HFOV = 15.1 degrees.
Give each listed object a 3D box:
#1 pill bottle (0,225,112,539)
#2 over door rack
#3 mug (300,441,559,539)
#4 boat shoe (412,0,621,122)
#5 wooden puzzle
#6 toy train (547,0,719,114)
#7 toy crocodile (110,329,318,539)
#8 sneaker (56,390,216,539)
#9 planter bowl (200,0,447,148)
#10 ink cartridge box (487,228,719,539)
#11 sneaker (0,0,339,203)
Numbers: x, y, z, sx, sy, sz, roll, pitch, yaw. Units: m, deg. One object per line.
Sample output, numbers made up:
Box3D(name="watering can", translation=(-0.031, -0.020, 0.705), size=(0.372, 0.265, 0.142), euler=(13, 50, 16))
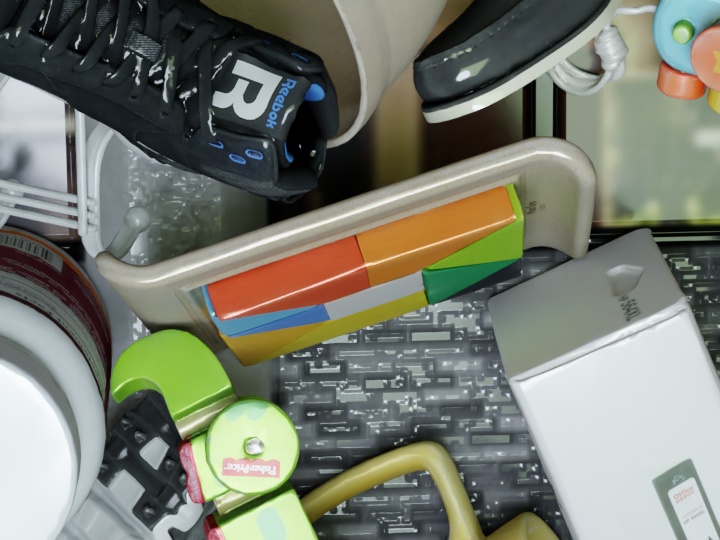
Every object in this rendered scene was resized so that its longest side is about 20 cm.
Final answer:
Box3D(name="pill bottle", translation=(-0.160, 0.055, 1.122), size=(0.113, 0.200, 0.115), euler=(-1, 103, -3))
Box3D(name="over door rack", translation=(-0.159, -0.111, 1.115), size=(0.147, 0.067, 0.201), euler=(11, 124, 28))
Box3D(name="mug", translation=(0.037, 0.194, 1.217), size=(0.152, 0.187, 0.150), euler=(-27, 135, 11))
Box3D(name="boat shoe", translation=(0.086, -0.135, 1.133), size=(0.201, 0.073, 0.063), euler=(-43, 113, -25))
Box3D(name="wooden puzzle", translation=(0.000, 0.000, 1.132), size=(0.198, 0.185, 0.038), euler=(-14, 79, 1))
Box3D(name="toy train", translation=(0.171, -0.043, 1.175), size=(0.150, 0.056, 0.200), euler=(-36, 100, 28))
Box3D(name="toy crocodile", translation=(-0.037, 0.113, 1.129), size=(0.061, 0.068, 0.201), euler=(-27, 92, -4))
Box3D(name="sneaker", translation=(-0.118, 0.146, 1.200), size=(0.200, 0.091, 0.066), euler=(-48, 58, -2))
Box3D(name="planter bowl", translation=(-0.030, -0.169, 1.101), size=(0.135, 0.200, 0.200), euler=(-46, 102, -20))
Box3D(name="ink cartridge box", translation=(0.131, 0.100, 1.179), size=(0.084, 0.146, 0.201), euler=(-23, 102, 4))
Box3D(name="sneaker", translation=(-0.076, -0.086, 1.015), size=(0.200, 0.111, 0.074), euler=(31, 80, -52))
